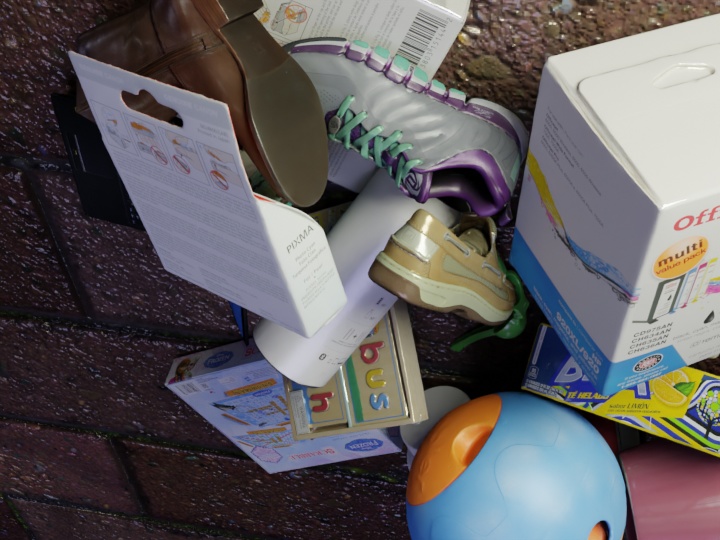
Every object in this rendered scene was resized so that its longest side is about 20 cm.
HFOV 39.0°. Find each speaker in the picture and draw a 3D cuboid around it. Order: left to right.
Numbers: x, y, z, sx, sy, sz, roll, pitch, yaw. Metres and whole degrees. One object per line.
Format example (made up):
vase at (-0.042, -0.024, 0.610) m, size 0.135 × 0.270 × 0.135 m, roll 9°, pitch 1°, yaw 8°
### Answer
speaker at (0.000, 0.000, 0.829) m, size 0.081 × 0.081 × 0.200 m, roll 32°, pitch 111°, yaw -19°

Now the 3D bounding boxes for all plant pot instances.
plant pot at (0.337, 0.220, 0.938) m, size 0.178 × 0.200 × 0.200 m, roll -10°, pitch 137°, yaw 8°

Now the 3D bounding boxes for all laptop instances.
laptop at (-0.179, -0.040, 0.886) m, size 0.199 × 0.104 × 0.177 m, roll 15°, pitch 148°, yaw 5°

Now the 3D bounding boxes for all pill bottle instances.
pill bottle at (0.117, 0.216, 1.108) m, size 0.111 × 0.111 × 0.200 m, roll -7°, pitch 136°, yaw 26°

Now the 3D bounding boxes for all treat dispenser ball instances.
treat dispenser ball at (0.141, 0.212, 0.932) m, size 0.200 × 0.201 × 0.201 m, roll 9°, pitch 141°, yaw 8°

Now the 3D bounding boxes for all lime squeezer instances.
lime squeezer at (0.124, 0.022, 0.942) m, size 0.071 × 0.038 × 0.200 m, roll 35°, pitch 150°, yaw 27°

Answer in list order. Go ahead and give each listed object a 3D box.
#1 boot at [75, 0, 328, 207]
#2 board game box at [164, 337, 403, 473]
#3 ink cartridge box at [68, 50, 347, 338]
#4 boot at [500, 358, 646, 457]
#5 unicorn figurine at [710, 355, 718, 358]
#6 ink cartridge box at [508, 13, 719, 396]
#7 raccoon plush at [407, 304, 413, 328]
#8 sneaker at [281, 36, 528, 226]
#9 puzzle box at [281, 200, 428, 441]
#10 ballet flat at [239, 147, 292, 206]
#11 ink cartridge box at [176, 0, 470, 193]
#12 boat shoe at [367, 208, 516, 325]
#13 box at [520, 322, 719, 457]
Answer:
boot at (-0.125, -0.112, 0.733) m, size 0.200 × 0.064 × 0.187 m, roll -17°, pitch 96°, yaw 44°
board game box at (-0.083, 0.152, 1.152) m, size 0.199 × 0.041 × 0.200 m, roll -15°, pitch 132°, yaw 32°
ink cartridge box at (-0.102, -0.058, 0.692) m, size 0.160 × 0.047 × 0.200 m, roll 23°, pitch 144°, yaw 35°
boot at (0.218, 0.165, 1.048) m, size 0.144 × 0.073 × 0.200 m, roll -2°, pitch 130°, yaw 21°
unicorn figurine at (0.274, 0.031, 0.855) m, size 0.199 × 0.074 × 0.137 m, roll 0°, pitch 162°, yaw -8°
ink cartridge box at (0.207, -0.044, 0.696) m, size 0.147 × 0.145 × 0.200 m, roll -18°, pitch 142°, yaw -13°
raccoon plush at (0.045, 0.062, 0.970) m, size 0.200 × 0.097 × 0.134 m, roll -25°, pitch 134°, yaw 39°
sneaker at (0.023, -0.097, 0.712) m, size 0.199 × 0.088 × 0.075 m, roll 17°, pitch 141°, yaw -5°
puzzle box at (-0.019, 0.045, 0.904) m, size 0.133 × 0.201 × 0.025 m, roll -15°, pitch 174°, yaw 31°
ballet flat at (-0.088, -0.064, 0.827) m, size 0.074 × 0.074 × 0.200 m, roll 23°, pitch 167°, yaw -10°
ink cartridge box at (-0.038, -0.162, 0.757) m, size 0.176 × 0.045 × 0.200 m, roll 22°, pitch 140°, yaw -9°
boat shoe at (0.081, -0.007, 0.769) m, size 0.072 × 0.076 × 0.200 m, roll 30°, pitch -172°, yaw 24°
box at (0.247, 0.105, 0.883) m, size 0.199 × 0.065 × 0.070 m, roll 16°, pitch 178°, yaw 31°
